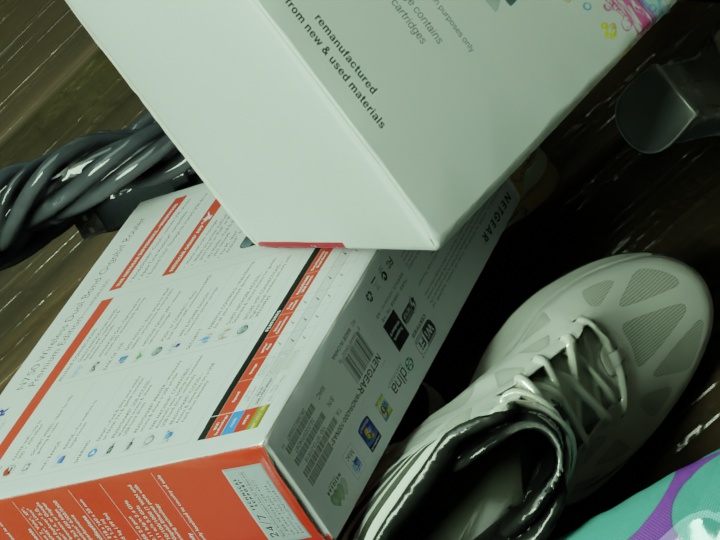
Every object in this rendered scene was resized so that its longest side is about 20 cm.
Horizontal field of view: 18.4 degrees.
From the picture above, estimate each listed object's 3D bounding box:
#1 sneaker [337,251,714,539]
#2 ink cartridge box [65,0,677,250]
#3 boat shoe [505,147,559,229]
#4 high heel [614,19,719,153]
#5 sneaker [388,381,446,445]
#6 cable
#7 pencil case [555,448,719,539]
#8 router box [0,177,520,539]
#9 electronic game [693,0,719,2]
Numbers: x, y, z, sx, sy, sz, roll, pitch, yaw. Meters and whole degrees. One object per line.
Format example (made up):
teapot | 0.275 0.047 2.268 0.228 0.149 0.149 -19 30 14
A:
sneaker | 0.073 0.060 0.801 0.200 0.076 0.115 -38 6 -20
ink cartridge box | 0.019 -0.125 0.800 0.200 0.145 0.145 -45 19 -20
boat shoe | 0.000 0.000 0.982 0.199 0.076 0.072 -30 46 25
high heel | 0.195 -0.112 0.826 0.200 0.142 0.072 -36 81 31
sneaker | -0.069 0.074 0.959 0.199 0.112 0.073 -21 47 34
cable | -0.099 -0.055 1.006 0.199 0.051 0.163 -23 0 27
pencil case | 0.098 0.123 0.764 0.199 0.092 0.085 -32 67 22
router box | -0.052 0.031 0.857 0.179 0.049 0.200 -14 31 37
electronic game | 0.147 -0.209 0.945 0.201 0.199 0.042 -61 -5 -15
